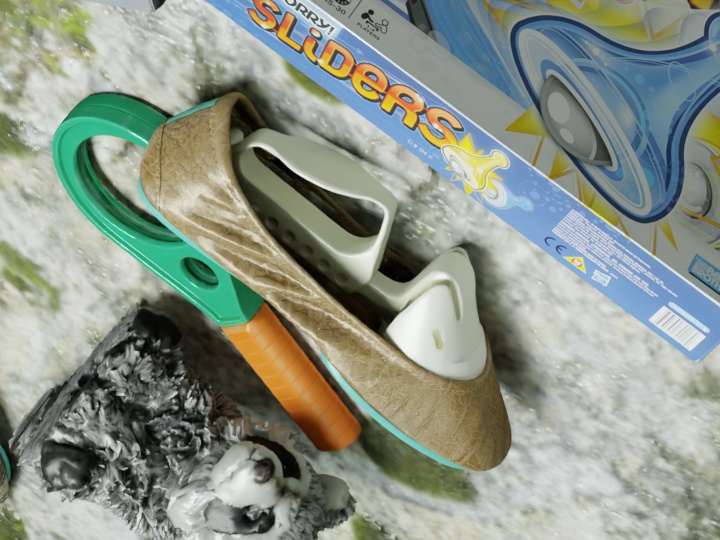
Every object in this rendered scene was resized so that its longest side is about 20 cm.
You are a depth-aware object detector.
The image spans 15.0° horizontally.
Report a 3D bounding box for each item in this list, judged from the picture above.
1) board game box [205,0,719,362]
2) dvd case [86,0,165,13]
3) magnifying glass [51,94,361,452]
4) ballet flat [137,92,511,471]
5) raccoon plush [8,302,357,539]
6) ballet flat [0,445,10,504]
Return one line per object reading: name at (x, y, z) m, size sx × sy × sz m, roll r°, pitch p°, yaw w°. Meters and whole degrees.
board game box at (0.063, -0.082, 0.885) m, size 0.199 × 0.136 × 0.034 m, roll 36°, pitch 147°, yaw -4°
dvd case at (-0.160, -0.190, 1.036) m, size 0.149 × 0.025 × 0.201 m, roll 13°, pitch 141°, yaw 28°
magnifying glass at (-0.063, 0.003, 1.197) m, size 0.079 × 0.022 × 0.200 m, roll -8°, pitch 126°, yaw 45°
ballet flat at (0.000, 0.000, 1.113) m, size 0.200 × 0.068 × 0.072 m, roll 43°, pitch 126°, yaw -6°
raccoon plush at (-0.081, 0.090, 1.275) m, size 0.134 × 0.097 × 0.200 m, roll 38°, pitch 175°, yaw -9°
ballet flat at (-0.223, 0.073, 1.363) m, size 0.067 × 0.075 × 0.201 m, roll 20°, pitch 144°, yaw 18°
